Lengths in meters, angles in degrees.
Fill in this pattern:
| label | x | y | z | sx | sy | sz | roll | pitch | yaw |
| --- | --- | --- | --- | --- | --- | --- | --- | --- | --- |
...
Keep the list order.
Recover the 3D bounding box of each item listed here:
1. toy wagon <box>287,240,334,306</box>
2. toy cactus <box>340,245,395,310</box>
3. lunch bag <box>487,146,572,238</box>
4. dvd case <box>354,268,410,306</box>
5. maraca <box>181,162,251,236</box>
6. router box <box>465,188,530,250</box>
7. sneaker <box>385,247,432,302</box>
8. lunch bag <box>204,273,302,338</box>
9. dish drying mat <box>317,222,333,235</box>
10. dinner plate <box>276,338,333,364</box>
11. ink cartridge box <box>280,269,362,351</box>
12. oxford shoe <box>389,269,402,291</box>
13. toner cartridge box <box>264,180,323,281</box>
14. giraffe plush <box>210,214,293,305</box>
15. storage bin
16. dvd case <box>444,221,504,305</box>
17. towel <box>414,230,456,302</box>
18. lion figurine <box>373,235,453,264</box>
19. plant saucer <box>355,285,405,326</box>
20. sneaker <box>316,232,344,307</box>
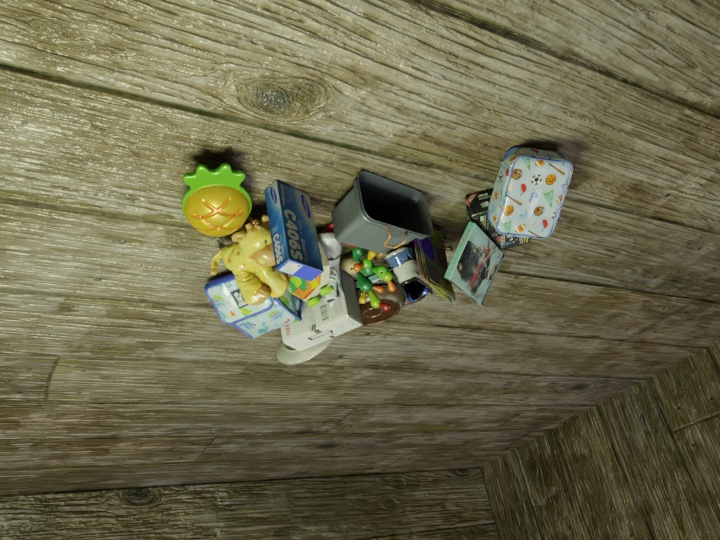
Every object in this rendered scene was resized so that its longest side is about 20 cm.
| label | x | y | z | sx | sy | sz | roll | pitch | yaw |
| --- | --- | --- | --- | --- | --- | --- | --- | --- | --- |
| toy wagon | -0.135 | 0.007 | 1.502 | 0.039 | 0.156 | 0.200 | -14 | 163 | -38 |
| toy cactus | 0.000 | 0.000 | 1.557 | 0.102 | 0.165 | 0.201 | -37 | 120 | -28 |
| lunch bag | 0.374 | -0.165 | 1.411 | 0.159 | 0.076 | 0.201 | 4 | 119 | -13 |
| dvd case | 0.063 | 0.066 | 1.794 | 0.145 | 0.022 | 0.200 | -21 | 147 | 15 |
| maraca | -0.282 | -0.140 | 1.255 | 0.136 | 0.107 | 0.200 | -8 | 149 | -14 |
| router box | 0.336 | -0.122 | 1.557 | 0.149 | 0.062 | 0.200 | -13 | 149 | 3 |
| sneaker | 0.131 | 0.018 | 1.500 | 0.080 | 0.116 | 0.199 | -25 | 165 | 26 |
| lunch bag | -0.263 | 0.067 | 1.600 | 0.169 | 0.128 | 0.200 | -21 | 136 | 23 |
| dish drying mat | -0.074 | -0.074 | 1.531 | 0.077 | 0.018 | 0.200 | 18 | 139 | -42 |
| dinner plate | -0.151 | 0.182 | 1.778 | 0.199 | 0.201 | 0.024 | -22 | 120 | 16 |
| ink cartridge box | -0.109 | 0.105 | 1.685 | 0.199 | 0.147 | 0.084 | -24 | 148 | 20 |
| oxford shoe | 0.114 | 0.014 | 1.649 | 0.084 | 0.073 | 0.200 | 17 | -173 | 28 |
| toner cartridge box | -0.137 | -0.082 | 1.313 | 0.043 | 0.201 | 0.095 | -34 | 144 | 31 |
| giraffe plush | -0.219 | -0.046 | 1.387 | 0.199 | 0.173 | 0.162 | 33 | 141 | -8 |
| storage bin | 0.040 | -0.104 | 1.404 | 0.199 | 0.146 | 0.134 | 12 | 145 | -36 |
| dvd case | 0.277 | -0.013 | 1.538 | 0.022 | 0.147 | 0.200 | 21 | 171 | 37 |
| towel | 0.172 | -0.030 | 1.499 | 0.023 | 0.201 | 0.143 | -26 | 141 | 28 |
| lion figurine | 0.129 | -0.046 | 1.602 | 0.199 | 0.073 | 0.122 | 11 | 149 | -41 |
| plant saucer | 0.032 | 0.106 | 1.783 | 0.199 | 0.032 | 0.201 | -9 | 151 | -5 |
| sneaker | -0.073 | 0.001 | 1.523 | 0.075 | 0.115 | 0.200 | -7 | 150 | -11 |
